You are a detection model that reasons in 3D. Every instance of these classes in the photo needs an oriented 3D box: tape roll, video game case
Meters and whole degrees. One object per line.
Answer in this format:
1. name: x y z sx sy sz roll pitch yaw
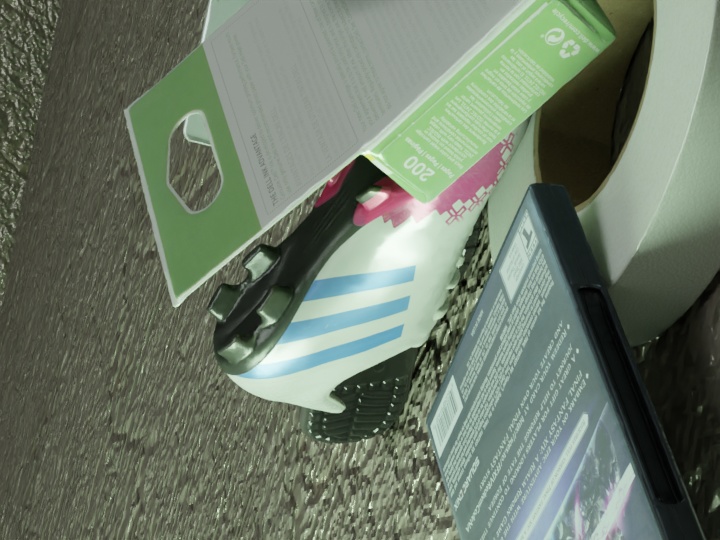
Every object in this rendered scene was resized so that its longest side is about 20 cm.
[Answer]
1. tape roll: 0.105 -0.071 0.731 0.203 0.037 0.203 -167 90 -74
2. video game case: 0.072 0.089 0.676 0.143 0.019 0.200 110 152 -43

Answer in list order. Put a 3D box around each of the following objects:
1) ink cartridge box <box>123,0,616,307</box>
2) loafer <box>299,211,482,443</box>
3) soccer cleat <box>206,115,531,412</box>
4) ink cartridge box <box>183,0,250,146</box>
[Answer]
1. ink cartridge box: -0.004 -0.080 0.771 0.200 0.048 0.146 -41 38 17
2. loafer: 0.000 0.000 0.918 0.200 0.073 0.071 112 149 -41
3. soccer cleat: 0.018 -0.014 0.817 0.200 0.086 0.070 -45 36 24
4. ink cartridge box: -0.016 -0.125 0.954 0.200 0.084 0.147 -10 -68 -80
